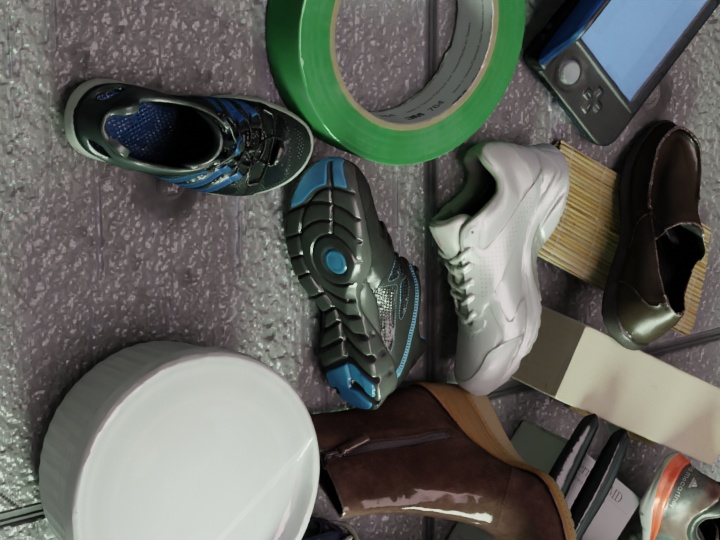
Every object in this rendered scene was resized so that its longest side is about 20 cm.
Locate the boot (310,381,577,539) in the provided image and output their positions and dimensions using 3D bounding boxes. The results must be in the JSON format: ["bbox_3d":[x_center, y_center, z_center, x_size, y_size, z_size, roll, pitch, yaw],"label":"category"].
[{"bbox_3d":[0.056,0.171,1.622,0.165,0.201,0.073,-10,141,-30],"label":"boot"}]

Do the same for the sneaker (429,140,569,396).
[{"bbox_3d":[0.089,-0.006,1.662,0.099,0.078,0.202,12,89,-30],"label":"sneaker"}]

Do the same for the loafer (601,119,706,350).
[{"bbox_3d":[0.248,-0.031,1.725,0.073,0.071,0.201,31,59,-36],"label":"loafer"}]

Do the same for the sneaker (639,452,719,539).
[{"bbox_3d":[0.278,0.232,1.820,0.077,0.081,0.201,-57,156,-24],"label":"sneaker"}]

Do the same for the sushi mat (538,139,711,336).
[{"bbox_3d":[0.214,-0.024,1.760,0.199,0.012,0.096,26,70,-38],"label":"sushi mat"}]

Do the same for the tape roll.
[{"bbox_3d":[0.027,-0.179,1.571,0.199,0.048,0.202,-12,111,-33],"label":"tape roll"}]

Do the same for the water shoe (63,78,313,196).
[{"bbox_3d":[-0.106,-0.083,1.487,0.199,0.079,0.072,5,102,-36],"label":"water shoe"}]

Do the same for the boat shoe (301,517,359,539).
[{"bbox_3d":[0.000,0.230,1.652,0.198,0.075,0.094,-12,109,-20],"label":"boat shoe"}]

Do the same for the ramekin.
[{"bbox_3d":[-0.134,0.143,1.529,0.201,0.094,0.204,-11,110,-32],"label":"ramekin"}]

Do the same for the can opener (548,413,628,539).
[{"bbox_3d":[0.149,0.206,1.693,0.063,0.079,0.201,21,88,3],"label":"can opener"}]

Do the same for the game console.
[{"bbox_3d":[0.230,-0.208,1.662,0.200,0.118,0.171,-51,126,-10],"label":"game console"}]

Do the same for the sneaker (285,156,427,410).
[{"bbox_3d":[0.000,0.000,1.606,0.082,0.073,0.201,-37,130,-40],"label":"sneaker"}]

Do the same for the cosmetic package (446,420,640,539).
[{"bbox_3d":[0.128,0.236,1.759,0.101,0.071,0.201,39,81,-37],"label":"cosmetic package"}]

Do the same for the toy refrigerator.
[{"bbox_3d":[0.213,0.096,1.772,0.199,0.076,0.070,24,90,-38],"label":"toy refrigerator"}]
